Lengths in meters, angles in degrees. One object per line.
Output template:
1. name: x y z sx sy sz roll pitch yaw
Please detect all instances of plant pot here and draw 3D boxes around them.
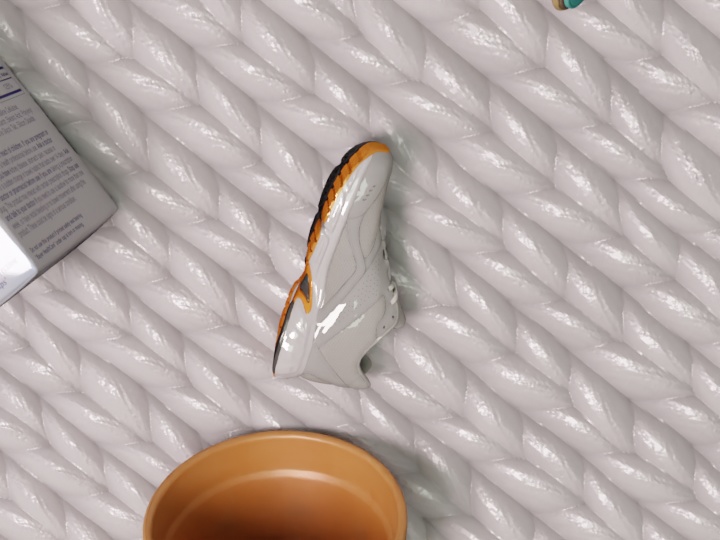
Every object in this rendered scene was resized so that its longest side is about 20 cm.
1. plant pot: -0.062 0.241 0.951 0.197 0.201 0.141 1 121 4

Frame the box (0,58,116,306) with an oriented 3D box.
1. box: -0.297 -0.072 0.883 0.104 0.184 0.201 -35 99 14

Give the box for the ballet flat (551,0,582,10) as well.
1. ballet flat: 0.169 -0.283 0.864 0.063 0.068 0.202 32 104 25

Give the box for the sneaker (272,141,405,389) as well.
1. sneaker: 0.000 0.000 0.943 0.091 0.076 0.202 17 113 -8
